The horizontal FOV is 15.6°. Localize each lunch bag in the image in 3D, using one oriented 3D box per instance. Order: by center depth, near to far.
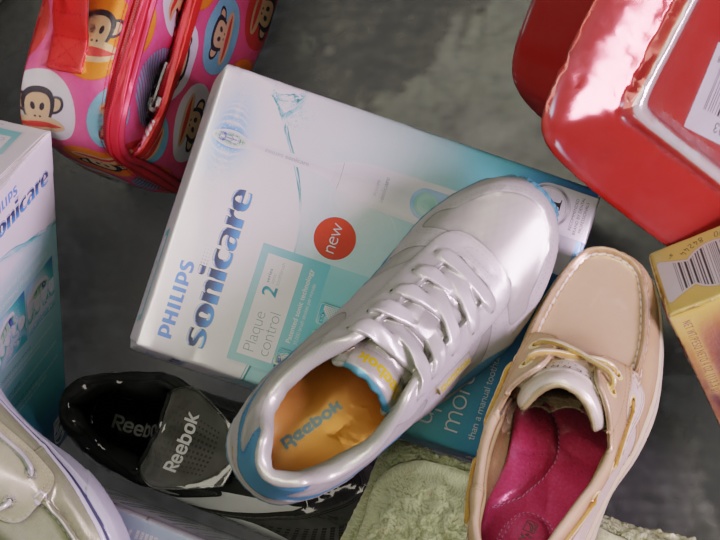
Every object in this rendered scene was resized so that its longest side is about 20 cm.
[{"bbox_3d":[-0.109,-0.149,1.368,0.082,0.176,0.201,14,85,19],"label":"lunch bag"}]

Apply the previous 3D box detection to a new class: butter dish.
[{"bbox_3d":[0.152,-0.120,1.315,0.148,0.200,0.200,22,82,49],"label":"butter dish"}]

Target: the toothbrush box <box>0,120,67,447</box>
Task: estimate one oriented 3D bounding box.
[{"bbox_3d":[-0.237,0.016,1.361,0.146,0.085,0.201,12,128,16],"label":"toothbrush box"}]

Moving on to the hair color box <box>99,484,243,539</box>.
[{"bbox_3d":[-0.092,0.161,1.347,0.199,0.099,0.061,20,87,17],"label":"hair color box"}]

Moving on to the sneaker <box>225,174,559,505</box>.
[{"bbox_3d":[0.022,0.035,1.230,0.077,0.081,0.200,44,83,-3],"label":"sneaker"}]

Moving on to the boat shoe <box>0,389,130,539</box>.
[{"bbox_3d":[-0.186,0.100,1.275,0.072,0.062,0.200,-39,90,24],"label":"boat shoe"}]

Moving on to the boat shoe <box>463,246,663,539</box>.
[{"bbox_3d":[0.096,0.069,1.218,0.073,0.069,0.201,13,63,11],"label":"boat shoe"}]

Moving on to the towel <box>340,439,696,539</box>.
[{"bbox_3d":[0.076,0.176,1.241,0.199,0.036,0.149,18,86,12],"label":"towel"}]

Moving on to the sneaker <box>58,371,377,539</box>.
[{"bbox_3d":[-0.072,0.096,1.359,0.199,0.090,0.067,16,85,16],"label":"sneaker"}]

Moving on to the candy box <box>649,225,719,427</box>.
[{"bbox_3d":[0.254,0.010,1.276,0.199,0.117,0.057,-23,38,9],"label":"candy box"}]

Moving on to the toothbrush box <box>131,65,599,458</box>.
[{"bbox_3d":[0.000,0.000,1.320,0.199,0.085,0.147,19,85,-5],"label":"toothbrush box"}]
